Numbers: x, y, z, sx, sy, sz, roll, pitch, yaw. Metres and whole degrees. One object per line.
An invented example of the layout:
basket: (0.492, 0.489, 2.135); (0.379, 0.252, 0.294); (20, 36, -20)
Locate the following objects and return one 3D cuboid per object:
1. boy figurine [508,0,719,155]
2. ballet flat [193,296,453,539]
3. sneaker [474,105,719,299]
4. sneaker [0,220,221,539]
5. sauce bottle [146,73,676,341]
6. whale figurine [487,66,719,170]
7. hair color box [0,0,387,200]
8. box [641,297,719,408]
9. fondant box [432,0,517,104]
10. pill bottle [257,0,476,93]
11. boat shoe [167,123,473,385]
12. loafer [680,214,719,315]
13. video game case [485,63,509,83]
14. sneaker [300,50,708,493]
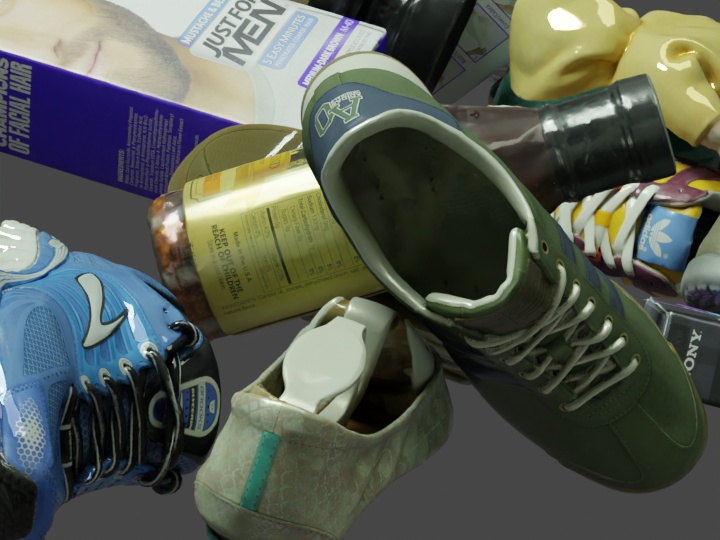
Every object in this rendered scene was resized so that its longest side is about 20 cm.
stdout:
boy figurine: (0.168, -0.087, 1.088); (0.199, 0.065, 0.124); (16, 28, -2)
ballet flat: (-0.002, 0.042, 0.761); (0.067, 0.063, 0.200); (16, 17, 7)
sneaker: (0.117, -0.031, 1.061); (0.199, 0.075, 0.090); (7, 13, -19)
sneaker: (-0.087, 0.035, 0.693); (0.089, 0.079, 0.200); (11, 17, -2)
sauce bottle: (0.020, -0.027, 0.848); (0.199, 0.066, 0.066); (-16, 17, 4)
whale figurine: (0.149, -0.090, 1.223); (0.159, 0.104, 0.200); (19, 16, 18)
hair color box: (-0.099, -0.092, 1.049); (0.200, 0.065, 0.109); (16, 40, 11)
box: (0.210, 0.053, 0.890); (0.199, 0.036, 0.143); (16, 2, 4)
fondant box: (0.068, -0.176, 1.218); (0.058, 0.200, 0.144); (40, 26, -27)
pill bottle: (-0.042, -0.161, 1.118); (0.200, 0.112, 0.112); (26, 18, 4)
boat shoe: (0.002, -0.002, 0.918); (0.200, 0.063, 0.073); (21, 63, 34)
loafer: (0.243, 0.011, 0.979); (0.200, 0.070, 0.075); (19, -17, -11)
video game case: (0.163, -0.121, 1.347); (0.199, 0.024, 0.182); (14, -4, 10)
sneaker: (0.049, 0.011, 0.775); (0.200, 0.067, 0.090); (48, 8, -8)
